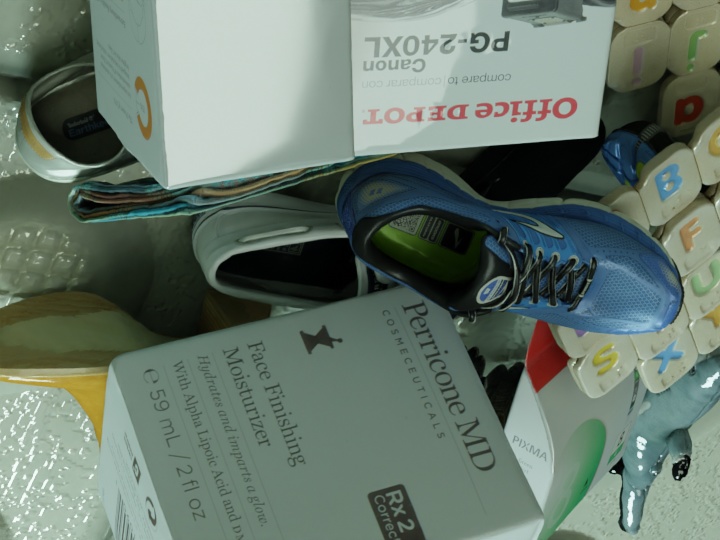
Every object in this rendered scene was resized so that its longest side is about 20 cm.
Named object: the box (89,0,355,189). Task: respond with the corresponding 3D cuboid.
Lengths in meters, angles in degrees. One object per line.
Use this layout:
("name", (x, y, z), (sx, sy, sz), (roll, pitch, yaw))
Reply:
("box", (-0.069, -0.157, 0.896), (0.097, 0.124, 0.202), (-9, 114, -19))

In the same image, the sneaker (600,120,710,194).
("sneaker", (0.217, -0.063, 1.208), (0.083, 0.071, 0.199), (-48, 146, 17))

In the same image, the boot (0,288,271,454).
("boot", (-0.148, 0.084, 1.161), (0.200, 0.071, 0.145), (-7, 133, -27))

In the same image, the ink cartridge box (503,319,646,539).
("ink cartridge box", (0.148, 0.066, 1.242), (0.161, 0.050, 0.201), (-35, 147, -52))

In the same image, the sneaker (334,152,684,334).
("sneaker", (0.080, 0.001, 1.050), (0.198, 0.089, 0.079), (15, 117, -5))

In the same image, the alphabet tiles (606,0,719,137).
("alphabet tiles", (0.238, -0.171, 1.162), (0.198, 0.015, 0.197), (-16, 135, -13))

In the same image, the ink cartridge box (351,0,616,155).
("ink cartridge box", (0.050, -0.162, 0.933), (0.144, 0.084, 0.201), (-5, 122, -14))

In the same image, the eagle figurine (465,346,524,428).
("eagle figurine", (0.041, 0.148, 1.282), (0.199, 0.152, 0.151), (-33, 117, 12))

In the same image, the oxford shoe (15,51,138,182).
("oxford shoe", (-0.090, -0.102, 1.010), (0.199, 0.076, 0.058), (-24, 173, -2))

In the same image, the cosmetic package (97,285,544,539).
("cosmetic package", (-0.030, 0.133, 1.097), (0.199, 0.166, 0.165), (-14, 151, -19))

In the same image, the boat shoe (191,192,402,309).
("boat shoe", (0.000, 0.000, 1.134), (0.198, 0.066, 0.074), (1, 124, -12))

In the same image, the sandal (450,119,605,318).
("sandal", (0.076, -0.025, 1.194), (0.076, 0.043, 0.200), (19, 119, -38))

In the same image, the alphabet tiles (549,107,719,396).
("alphabet tiles", (0.202, -0.007, 1.162), (0.200, 0.015, 0.196), (-37, 141, -6))

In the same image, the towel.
("towel", (-0.040, -0.060, 1.021), (0.199, 0.146, 0.022), (-18, 99, -33))

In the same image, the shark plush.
("shark plush", (0.207, 0.112, 1.360), (0.090, 0.084, 0.201), (5, 127, -31))
